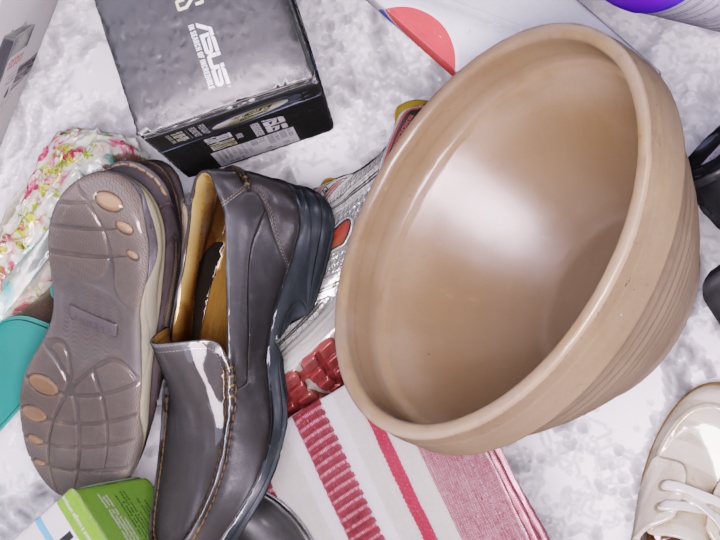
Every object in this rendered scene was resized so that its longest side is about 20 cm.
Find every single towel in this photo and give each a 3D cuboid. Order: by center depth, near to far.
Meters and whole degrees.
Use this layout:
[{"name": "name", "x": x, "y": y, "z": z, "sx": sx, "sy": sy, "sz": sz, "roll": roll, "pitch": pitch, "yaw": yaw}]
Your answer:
[{"name": "towel", "x": 0.000, "y": 0.135, "z": 1.047, "sx": 0.200, "sy": 0.023, "sz": 0.144, "roll": -32, "pitch": 78, "yaw": 34}]

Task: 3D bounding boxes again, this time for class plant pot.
[{"name": "plant pot", "x": 0.086, "y": -0.002, "z": 0.942, "sx": 0.093, "sy": 0.201, "sz": 0.201, "roll": 29, "pitch": 94, "yaw": -31}]

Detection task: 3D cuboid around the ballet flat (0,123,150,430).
[{"name": "ballet flat", "x": -0.180, "y": 0.009, "z": 1.104, "sx": 0.064, "sy": 0.076, "sz": 0.200, "roll": 35, "pitch": 89, "yaw": 37}]

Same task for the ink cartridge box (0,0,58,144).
[{"name": "ink cartridge box", "x": -0.244, "y": -0.122, "z": 1.061, "sx": 0.145, "sy": 0.085, "sz": 0.200, "roll": 31, "pitch": 116, "yaw": 7}]

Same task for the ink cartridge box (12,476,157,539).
[{"name": "ink cartridge box", "x": -0.154, "y": 0.223, "z": 1.052, "sx": 0.200, "sy": 0.076, "sz": 0.148, "roll": -41, "pitch": 73, "yaw": 19}]

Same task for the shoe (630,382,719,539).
[{"name": "shoe", "x": 0.167, "y": 0.156, "z": 1.054, "sx": 0.070, "sy": 0.053, "sz": 0.201, "roll": 12, "pitch": 91, "yaw": 7}]

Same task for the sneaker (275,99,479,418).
[{"name": "sneaker", "x": 0.000, "y": 0.000, "z": 1.078, "sx": 0.200, "sy": 0.078, "sz": 0.082, "roll": -50, "pitch": 57, "yaw": 9}]

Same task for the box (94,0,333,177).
[{"name": "box", "x": -0.080, "y": -0.142, "z": 1.013, "sx": 0.086, "sy": 0.200, "sz": 0.164, "roll": -19, "pitch": 86, "yaw": 0}]

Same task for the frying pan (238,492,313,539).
[{"name": "frying pan", "x": -0.076, "y": 0.201, "z": 1.082, "sx": 0.115, "sy": 0.031, "sz": 0.191, "roll": 25, "pitch": 108, "yaw": 30}]

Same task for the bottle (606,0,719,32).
[{"name": "bottle", "x": 0.153, "y": -0.154, "z": 1.007, "sx": 0.199, "sy": 0.083, "sz": 0.066, "roll": 10, "pitch": 84, "yaw": -21}]

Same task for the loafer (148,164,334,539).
[{"name": "loafer", "x": -0.076, "y": 0.046, "z": 1.025, "sx": 0.073, "sy": 0.072, "sz": 0.201, "roll": -1, "pitch": 73, "yaw": 48}]

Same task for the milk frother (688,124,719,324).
[{"name": "milk frother", "x": 0.214, "y": 0.020, "z": 1.021, "sx": 0.180, "sy": 0.200, "sz": 0.188, "roll": -41, "pitch": 97, "yaw": -25}]

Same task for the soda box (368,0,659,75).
[{"name": "soda box", "x": 0.056, "y": -0.136, "z": 1.059, "sx": 0.200, "sy": 0.063, "sz": 0.068, "roll": 42, "pitch": 95, "yaw": 6}]

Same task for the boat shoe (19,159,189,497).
[{"name": "boat shoe", "x": -0.120, "y": 0.033, "z": 1.069, "sx": 0.074, "sy": 0.073, "sz": 0.200, "roll": 27, "pitch": 124, "yaw": 18}]
